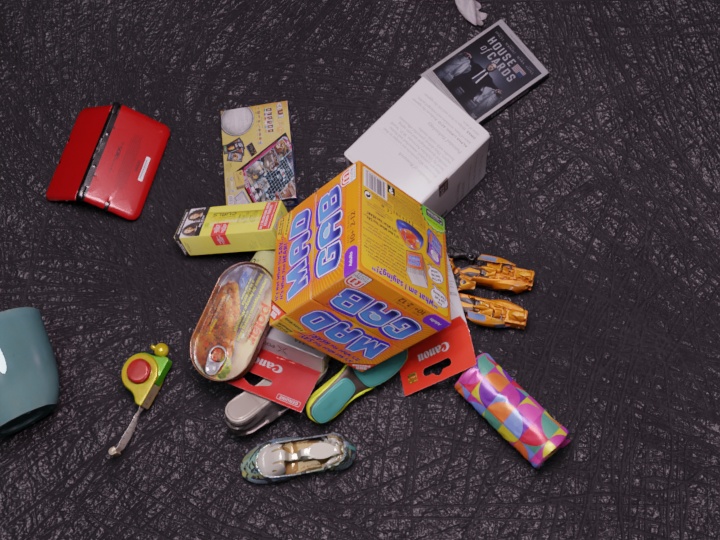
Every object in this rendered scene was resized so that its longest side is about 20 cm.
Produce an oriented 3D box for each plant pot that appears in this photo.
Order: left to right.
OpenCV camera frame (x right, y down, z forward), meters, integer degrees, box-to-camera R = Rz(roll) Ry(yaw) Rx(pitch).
[{"bbox_3d":[-0.597,0.182,1.412,0.198,0.201,0.163,-29,82,-5],"label":"plant pot"}]

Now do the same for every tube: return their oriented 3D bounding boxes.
[{"bbox_3d":[-0.172,0.008,1.467,0.057,0.052,0.202,-11,41,46],"label":"tube"}]

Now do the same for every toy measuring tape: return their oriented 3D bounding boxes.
[{"bbox_3d":[-0.390,0.211,1.441,0.073,0.074,0.202,24,75,13],"label":"toy measuring tape"}]

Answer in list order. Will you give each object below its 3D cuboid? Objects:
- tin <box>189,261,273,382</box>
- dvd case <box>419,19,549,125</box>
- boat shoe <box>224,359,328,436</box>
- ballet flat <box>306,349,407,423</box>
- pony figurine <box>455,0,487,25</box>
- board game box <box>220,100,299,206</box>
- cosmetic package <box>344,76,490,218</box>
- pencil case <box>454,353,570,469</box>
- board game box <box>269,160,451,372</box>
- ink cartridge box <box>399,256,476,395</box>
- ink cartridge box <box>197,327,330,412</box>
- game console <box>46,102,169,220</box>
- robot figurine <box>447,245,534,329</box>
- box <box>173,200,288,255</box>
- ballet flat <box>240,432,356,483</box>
[{"bbox_3d":[-0.203,0.086,1.392,0.110,0.042,0.203,22,81,18],"label":"tin"},{"bbox_3d":[0.233,-0.366,1.599,0.199,0.025,0.151,-35,72,-6],"label":"dvd case"},{"bbox_3d":[-0.140,0.209,1.420,0.198,0.058,0.067,-29,54,-25],"label":"boat shoe"},{"bbox_3d":[-0.011,0.178,1.416,0.199,0.067,0.067,-37,102,-4],"label":"ballet flat"},{"bbox_3d":[0.188,-0.582,1.626,0.199,0.167,0.193,-41,40,-5],"label":"pony figurine"},{"bbox_3d":[-0.189,-0.211,1.582,0.133,0.035,0.204,-7,71,3],"label":"board game box"},{"bbox_3d":[0.099,-0.184,1.476,0.165,0.165,0.200,43,81,17],"label":"cosmetic package"},{"bbox_3d":[0.244,0.226,1.368,0.088,0.089,0.200,-43,75,-9],"label":"pencil case"},{"bbox_3d":[0.000,0.000,1.314,0.199,0.198,0.203,-31,43,35],"label":"board game box"},{"bbox_3d":[0.095,0.085,1.402,0.159,0.047,0.204,-29,64,36],"label":"ink cartridge box"},{"bbox_3d":[-0.150,0.124,1.424,0.197,0.045,0.177,19,48,11],"label":"ink cartridge box"},{"bbox_3d":[-0.481,-0.204,1.618,0.170,0.118,0.204,23,72,-20],"label":"game console"},{"bbox_3d":[0.192,0.030,1.449,0.196,0.058,0.148,11,72,9],"label":"robot figurine"},{"bbox_3d":[-0.226,-0.074,1.495,0.196,0.050,0.076,-2,49,22],"label":"box"},{"bbox_3d":[-0.106,0.301,1.382,0.196,0.074,0.076,-13,70,1],"label":"ballet flat"}]
